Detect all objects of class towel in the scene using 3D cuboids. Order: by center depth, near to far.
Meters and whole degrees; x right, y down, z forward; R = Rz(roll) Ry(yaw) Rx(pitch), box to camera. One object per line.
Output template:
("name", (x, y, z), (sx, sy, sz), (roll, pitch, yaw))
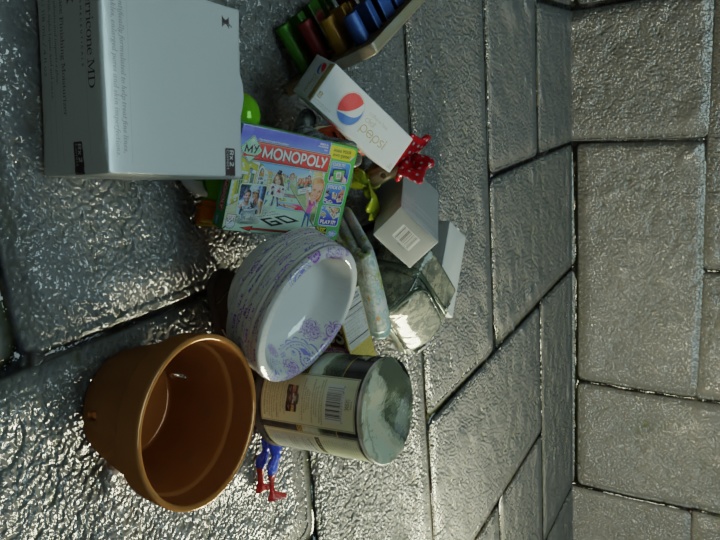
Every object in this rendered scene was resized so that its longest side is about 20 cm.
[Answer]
("towel", (0.000, 0.000, 1.220), (0.201, 0.047, 0.175), (-117, -171, -57))

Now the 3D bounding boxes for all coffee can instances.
("coffee can", (-0.040, 0.195, 1.007), (0.145, 0.195, 0.152), (-1, 91, -57))

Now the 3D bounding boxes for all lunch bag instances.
("lunch bag", (0.096, 0.060, 1.414), (0.171, 0.137, 0.201), (-61, 143, -19))

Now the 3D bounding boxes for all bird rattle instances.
("bird rattle", (0.054, -0.200, 1.256), (0.113, 0.199, 0.164), (44, 35, -12))

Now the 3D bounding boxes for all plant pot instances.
("plant pot", (-0.241, 0.173, 0.837), (0.198, 0.136, 0.207), (-13, 105, -58))

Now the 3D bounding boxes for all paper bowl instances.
("paper bowl", (-0.102, 0.037, 0.927), (0.200, 0.103, 0.204), (-41, 150, -31))

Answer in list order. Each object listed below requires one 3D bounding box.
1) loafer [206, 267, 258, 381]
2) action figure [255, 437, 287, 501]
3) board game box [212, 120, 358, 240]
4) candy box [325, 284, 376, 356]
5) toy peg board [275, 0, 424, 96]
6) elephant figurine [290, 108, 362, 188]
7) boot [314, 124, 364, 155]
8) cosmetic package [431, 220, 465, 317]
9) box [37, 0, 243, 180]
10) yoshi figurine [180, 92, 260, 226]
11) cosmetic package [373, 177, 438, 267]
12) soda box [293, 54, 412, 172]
("loafer", (-0.173, 0.098, 1.010), (0.073, 0.069, 0.205), (-42, 128, -49))
("action figure", (-0.141, 0.258, 1.093), (0.051, 0.065, 0.207), (-7, 102, -36))
("board game box", (-0.097, -0.117, 0.927), (0.196, 0.029, 0.139), (2, 109, -43))
("candy box", (-0.035, 0.110, 1.104), (0.056, 0.115, 0.205), (-31, 121, -33))
("toy peg board", (-0.029, -0.402, 1.103), (0.099, 0.196, 0.202), (55, 46, -24))
("elephant figurine", (-0.071, -0.169, 1.030), (0.201, 0.137, 0.160), (87, 6, -63))
("boot", (-0.024, -0.225, 1.200), (0.200, 0.105, 0.077), (-43, 127, -47))
("cosmetic package", (0.180, -0.004, 1.599), (0.112, 0.079, 0.206), (34, 63, -56))
("box", (-0.246, -0.208, 0.785), (0.198, 0.128, 0.206), (-8, 100, -55))
("yoshi figurine", (-0.181, -0.164, 0.947), (0.112, 0.109, 0.207), (0, 92, -71))
("cosmetic package", (0.092, -0.114, 1.334), (0.106, 0.090, 0.202), (39, 26, -17))
("soda box", (-0.008, -0.240, 1.059), (0.198, 0.064, 0.069), (34, 95, -41))
